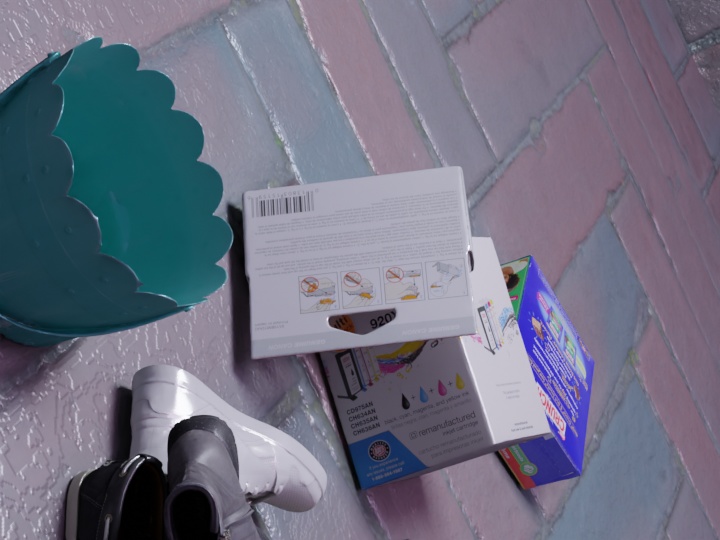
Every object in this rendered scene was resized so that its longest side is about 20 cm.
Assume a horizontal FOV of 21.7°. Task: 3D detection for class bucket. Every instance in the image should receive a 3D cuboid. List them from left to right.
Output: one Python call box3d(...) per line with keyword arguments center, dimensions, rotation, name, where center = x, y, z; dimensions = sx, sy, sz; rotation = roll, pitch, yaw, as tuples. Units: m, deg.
box3d(center=(-0.202, -0.048, 1.340), dimensions=(0.207, 0.134, 0.208), rotation=(44, 34, -40), name="bucket")

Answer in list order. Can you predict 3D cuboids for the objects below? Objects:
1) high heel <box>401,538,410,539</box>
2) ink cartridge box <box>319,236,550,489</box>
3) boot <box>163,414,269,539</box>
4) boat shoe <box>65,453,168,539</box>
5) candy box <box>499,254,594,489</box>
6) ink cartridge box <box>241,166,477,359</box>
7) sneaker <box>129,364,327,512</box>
box3d(center=(0.003, 0.246, 1.585), dimensions=(0.200, 0.071, 0.143), rotation=(67, 26, -44), name="high heel")
box3d(center=(0.061, 0.082, 1.748), dimensions=(0.145, 0.147, 0.201), rotation=(0, 71, -63), name="ink cartridge box")
box3d(center=(-0.101, 0.214, 1.323), dimensions=(0.132, 0.070, 0.201), rotation=(-95, 166, -66), name="boot")
box3d(center=(-0.162, 0.224, 1.294), dimensions=(0.072, 0.067, 0.201), rotation=(36, 42, -52), name="boat shoe")
box3d(center=(0.182, 0.111, 2.050), dimensions=(0.169, 0.077, 0.200), rotation=(57, 26, -25), name="candy box")
box3d(center=(0.000, 0.000, 1.635), dimensions=(0.044, 0.199, 0.174), rotation=(78, 7, -59), name="ink cartridge box")
box3d(center=(-0.106, 0.169, 1.448), dimensions=(0.200, 0.074, 0.116), rotation=(35, 41, -34), name="sneaker")
